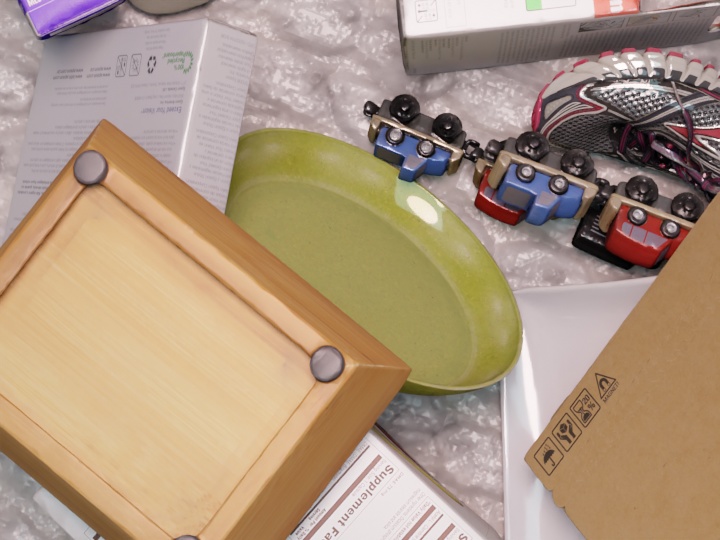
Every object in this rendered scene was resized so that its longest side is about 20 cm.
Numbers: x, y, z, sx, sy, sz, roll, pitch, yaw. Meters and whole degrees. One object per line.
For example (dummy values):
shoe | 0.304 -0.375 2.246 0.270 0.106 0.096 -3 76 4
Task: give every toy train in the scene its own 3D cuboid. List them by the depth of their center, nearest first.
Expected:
toy train | 0.160 -0.025 1.076 0.198 0.034 0.046 22 67 1
toy train | 0.089 -0.049 1.124 0.198 0.034 0.046 24 78 3

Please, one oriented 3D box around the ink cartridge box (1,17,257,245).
ink cartridge box | -0.139 -0.034 1.063 0.040 0.199 0.202 16 85 -34

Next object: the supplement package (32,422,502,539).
supplement package | -0.040 0.135 1.036 0.200 0.191 0.147 42 88 5

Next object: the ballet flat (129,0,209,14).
ballet flat | -0.059 -0.221 1.131 0.199 0.064 0.068 -30 85 0

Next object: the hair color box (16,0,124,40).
hair color box | -0.196 -0.230 1.056 0.064 0.109 0.202 -24 99 -6

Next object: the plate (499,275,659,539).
plate | 0.163 0.104 1.064 0.198 0.032 0.202 -8 82 44

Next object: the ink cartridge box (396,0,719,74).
ink cartridge box | 0.119 -0.155 1.096 0.198 0.109 0.051 -7 85 1

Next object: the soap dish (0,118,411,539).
soap dish | -0.099 0.046 0.911 0.199 0.081 0.158 38 87 8

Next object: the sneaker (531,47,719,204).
sneaker | 0.195 -0.073 1.093 0.198 0.081 0.075 9 66 3

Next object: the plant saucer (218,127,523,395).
plant saucer | 0.000 0.000 1.064 0.200 0.200 0.031 40 120 4

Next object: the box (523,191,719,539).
box | 0.187 0.084 1.005 0.164 0.021 0.201 52 120 34
